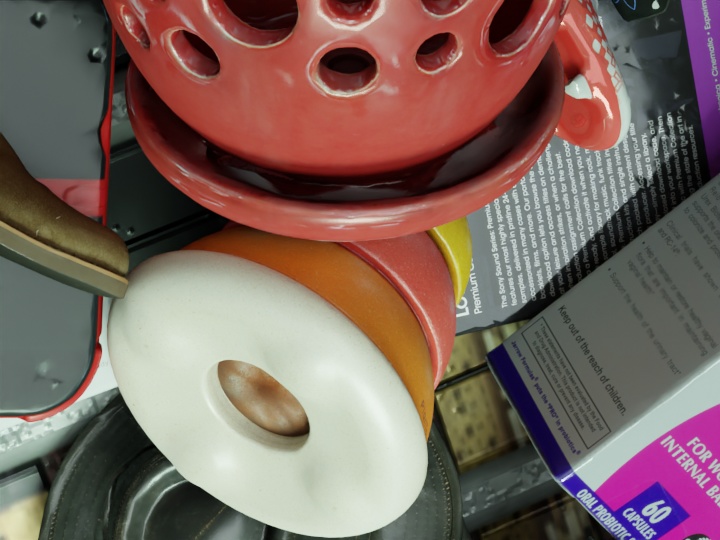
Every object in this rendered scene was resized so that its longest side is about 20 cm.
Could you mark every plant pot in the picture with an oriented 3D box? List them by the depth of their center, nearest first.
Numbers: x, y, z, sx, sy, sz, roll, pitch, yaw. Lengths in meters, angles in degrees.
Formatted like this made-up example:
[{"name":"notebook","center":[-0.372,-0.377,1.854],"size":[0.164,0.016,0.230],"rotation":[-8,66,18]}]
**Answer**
[{"name":"plant pot","center":[-0.011,-0.127,0.828],"size":[0.199,0.201,0.183],"rotation":[-11,134,-14]}]

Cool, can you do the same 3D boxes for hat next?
[{"name":"hat","center":[-0.055,0.109,0.963],"size":[0.200,0.081,0.202],"rotation":[-2,70,6]}]

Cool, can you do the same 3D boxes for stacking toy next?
[{"name":"stacking toy","center":[0.000,0.000,0.916],"size":[0.146,0.146,0.200],"rotation":[54,48,-20]}]

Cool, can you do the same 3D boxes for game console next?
[{"name":"game console","center":[-0.197,-0.027,0.851],"size":[0.199,0.031,0.178],"rotation":[0,97,-18]}]

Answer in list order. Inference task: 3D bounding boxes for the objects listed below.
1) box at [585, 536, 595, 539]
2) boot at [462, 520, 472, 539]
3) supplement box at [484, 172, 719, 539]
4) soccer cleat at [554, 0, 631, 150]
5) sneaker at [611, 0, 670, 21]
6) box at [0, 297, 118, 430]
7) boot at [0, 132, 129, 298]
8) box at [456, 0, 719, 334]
[{"name":"box","center":[0.136,0.235,0.985],"size":[0.200,0.036,0.143],"rotation":[38,87,-17]},{"name":"boot","center":[0.015,0.203,1.065],"size":[0.181,0.073,0.201],"rotation":[-29,116,-7]},{"name":"supplement box","center":[0.174,0.032,0.978],"size":[0.200,0.103,0.101],"rotation":[-40,125,8]},{"name":"soccer cleat","center":[0.071,-0.145,0.959],"size":[0.085,0.069,0.200],"rotation":[-27,76,-32]},{"name":"sneaker","center":[0.168,-0.170,0.986],"size":[0.200,0.070,0.078],"rotation":[-24,102,-39]},{"name":"box","center":[-0.200,-0.031,0.917],"size":[0.152,0.106,0.201],"rotation":[-20,108,-11]},{"name":"boot","center":[-0.160,-0.060,0.809],"size":[0.200,0.074,0.076],"rotation":[35,77,-16]},{"name":"box","center":[0.092,-0.056,1.019],"size":[0.199,0.036,0.144],"rotation":[-13,99,-11]}]
